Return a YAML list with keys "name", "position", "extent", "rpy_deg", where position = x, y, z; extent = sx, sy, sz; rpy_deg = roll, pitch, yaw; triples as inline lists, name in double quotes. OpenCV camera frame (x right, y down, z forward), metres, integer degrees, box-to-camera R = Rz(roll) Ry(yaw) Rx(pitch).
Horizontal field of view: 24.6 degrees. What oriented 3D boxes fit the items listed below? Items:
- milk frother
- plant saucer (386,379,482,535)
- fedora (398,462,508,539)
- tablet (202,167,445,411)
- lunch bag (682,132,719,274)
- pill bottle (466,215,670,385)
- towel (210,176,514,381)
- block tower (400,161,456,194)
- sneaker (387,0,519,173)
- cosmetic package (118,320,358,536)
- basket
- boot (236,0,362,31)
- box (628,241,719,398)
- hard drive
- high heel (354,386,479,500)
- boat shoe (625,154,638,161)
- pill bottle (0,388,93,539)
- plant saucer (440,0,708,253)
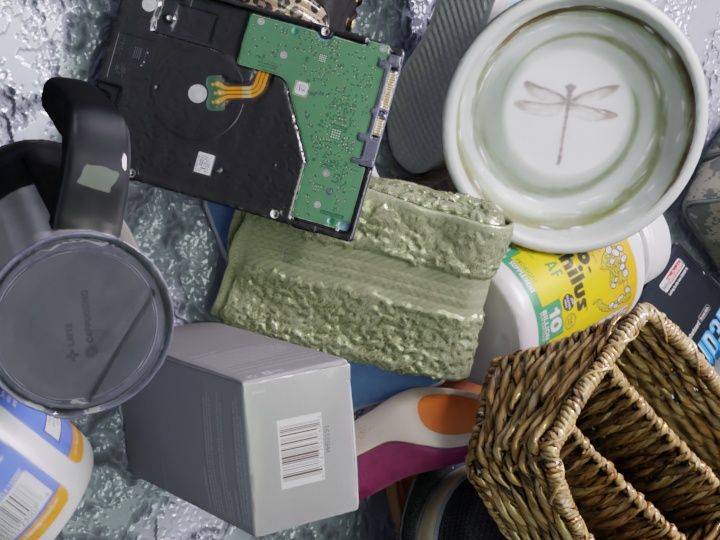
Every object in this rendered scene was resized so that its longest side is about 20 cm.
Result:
- name: "milk frother"
  position: [-0.234, -0.022, 1.019]
  extent: [0.199, 0.188, 0.182]
  rpy_deg: [-10, 113, -16]
- name: "plant saucer"
  position: [0.100, 0.153, 1.343]
  extent: [0.199, 0.037, 0.201]
  rpy_deg: [-5, 99, -31]
- name: "fedora"
  position: [0.124, 0.208, 1.256]
  extent: [0.200, 0.091, 0.202]
  rpy_deg: [16, 66, -38]
- name: "tablet"
  position: [-0.024, 0.013, 1.225]
  extent: [0.129, 0.014, 0.201]
  rpy_deg: [-18, 109, 9]
- name: "lunch bag"
  position: [0.395, -0.063, 1.449]
  extent: [0.200, 0.139, 0.168]
  rpy_deg: [48, 55, -27]
- name: "pill bottle"
  position: [0.153, 0.005, 1.301]
  extent: [0.199, 0.112, 0.113]
  rpy_deg: [-26, 108, -37]
- name: "towel"
  position: [0.000, 0.000, 1.194]
  extent: [0.199, 0.037, 0.149]
  rpy_deg: [14, 111, -3]
- name: "block tower"
  position: [0.068, -0.053, 1.288]
  extent: [0.199, 0.058, 0.054]
  rpy_deg: [-30, 110, -27]
- name: "sneaker"
  position: [0.088, -0.161, 1.248]
  extent: [0.082, 0.074, 0.201]
  rpy_deg: [-10, 136, -43]
- name: "cosmetic package"
  position: [-0.089, 0.102, 1.127]
  extent: [0.090, 0.200, 0.107]
  rpy_deg: [-10, 103, -28]
- name: "basket"
  position: [0.190, 0.146, 1.166]
  extent: [0.200, 0.149, 0.143]
  rpy_deg: [46, 41, -26]
- name: "boot"
  position: [0.003, -0.221, 1.221]
  extent: [0.200, 0.073, 0.151]
  rpy_deg: [27, 86, -39]
- name: "box"
  position: [0.267, 0.091, 1.357]
  extent: [0.159, 0.046, 0.200]
  rpy_deg: [46, 45, -2]
- name: "hard drive"
  position: [-0.082, -0.112, 1.140]
  extent: [0.199, 0.038, 0.141]
  rpy_deg: [15, 90, 2]
- name: "high heel"
  position: [0.023, 0.147, 1.240]
  extent: [0.199, 0.068, 0.096]
  rpy_deg: [-9, 129, -7]
- name: "boat shoe"
  position: [0.174, -0.157, 1.298]
  extent: [0.084, 0.069, 0.201]
  rpy_deg: [-22, 82, -46]
- name: "pill bottle"
  position: [-0.278, 0.098, 1.059]
  extent: [0.200, 0.112, 0.112]
  rpy_deg: [43, 73, -27]
- name: "plant saucer"
  position: [0.154, -0.114, 1.216]
  extent: [0.199, 0.050, 0.201]
  rpy_deg: [-2, 110, -6]
